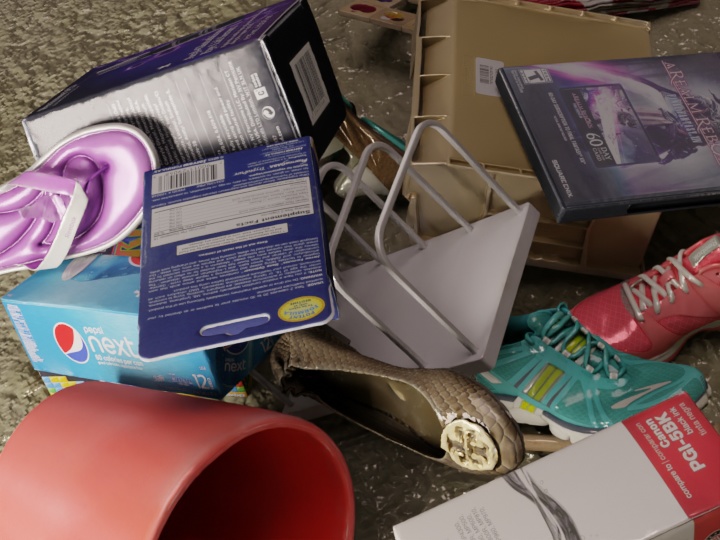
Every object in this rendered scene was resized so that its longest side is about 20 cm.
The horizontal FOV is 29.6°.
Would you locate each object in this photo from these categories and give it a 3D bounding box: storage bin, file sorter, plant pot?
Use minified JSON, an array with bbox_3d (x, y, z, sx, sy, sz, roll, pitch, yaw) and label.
[{"bbox_3d":[0.132,-0.110,1.070,0.196,0.094,0.202,8,50,-3],"label":"storage bin"},{"bbox_3d":[0.000,0.000,0.958,0.199,0.124,0.140,-20,38,42],"label":"file sorter"},{"bbox_3d":[-0.129,0.162,0.870,0.176,0.202,0.201,17,54,37],"label":"plant pot"}]

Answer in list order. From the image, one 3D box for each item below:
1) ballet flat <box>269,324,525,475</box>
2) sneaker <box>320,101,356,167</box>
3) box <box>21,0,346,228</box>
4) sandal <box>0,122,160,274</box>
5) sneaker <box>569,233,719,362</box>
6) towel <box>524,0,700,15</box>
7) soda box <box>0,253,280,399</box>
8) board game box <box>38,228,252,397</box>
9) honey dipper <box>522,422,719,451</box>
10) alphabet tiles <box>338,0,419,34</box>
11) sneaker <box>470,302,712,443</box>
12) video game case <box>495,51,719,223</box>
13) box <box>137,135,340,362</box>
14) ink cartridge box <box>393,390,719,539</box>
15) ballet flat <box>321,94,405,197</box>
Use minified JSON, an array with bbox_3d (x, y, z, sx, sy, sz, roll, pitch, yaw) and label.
[{"bbox_3d":[0.015,0.082,0.844,0.199,0.068,0.046,23,37,38],"label":"ballet flat"},{"bbox_3d":[-0.093,-0.148,1.205,0.198,0.072,0.080,28,59,21],"label":"sneaker"},{"bbox_3d":[-0.126,-0.114,1.021,0.198,0.105,0.148,-16,19,15],"label":"box"},{"bbox_3d":[-0.227,-0.036,0.965,0.201,0.083,0.050,-24,12,22],"label":"sandal"},{"bbox_3d":[0.235,0.009,0.984,0.198,0.087,0.074,-16,47,-2],"label":"sneaker"},{"bbox_3d":[0.198,-0.281,1.256,0.197,0.023,0.145,-11,46,-16],"label":"towel"},{"bbox_3d":[-0.155,0.034,0.941,0.198,0.065,0.068,5,35,39],"label":"soda box"},{"bbox_3d":[-0.156,0.005,1.091,0.163,0.057,0.202,-1,49,10],"label":"board game box"},{"bbox_3d":[0.157,0.122,0.942,0.197,0.038,0.038,-1,49,16],"label":"honey dipper"},{"bbox_3d":[0.106,-0.236,1.238,0.198,0.008,0.167,20,35,26],"label":"alphabet tiles"},{"bbox_3d":[0.139,0.066,0.929,0.198,0.081,0.077,9,31,34],"label":"sneaker"},{"bbox_3d":[0.213,-0.102,1.006,0.197,0.019,0.144,-7,52,-15],"label":"video game case"},{"bbox_3d":[-0.079,-0.009,0.859,0.119,0.033,0.201,-12,36,2],"label":"box"},{"bbox_3d":[0.129,0.180,0.819,0.198,0.148,0.083,-23,48,-9],"label":"ink cartridge box"},{"bbox_3d":[-0.017,-0.107,1.116,0.073,0.199,0.068,-50,15,4],"label":"ballet flat"}]
